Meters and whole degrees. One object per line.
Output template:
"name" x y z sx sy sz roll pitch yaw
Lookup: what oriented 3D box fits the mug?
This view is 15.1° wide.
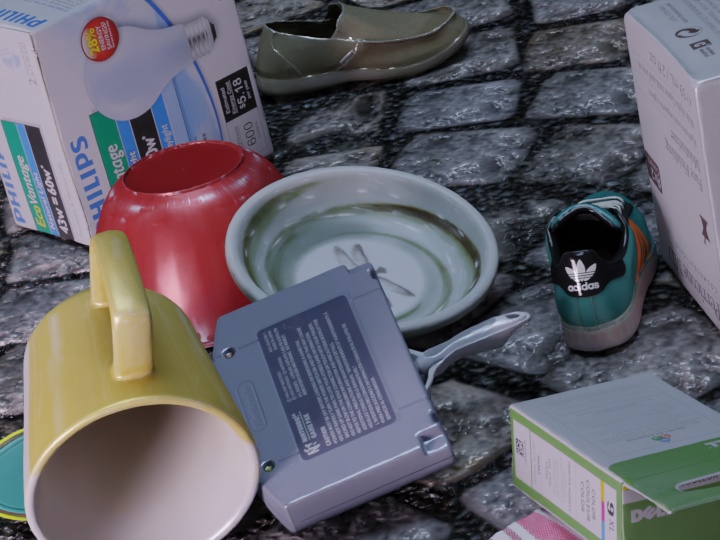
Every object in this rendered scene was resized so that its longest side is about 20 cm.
"mug" -0.142 0.075 1.741 0.149 0.187 0.153 20 31 -30

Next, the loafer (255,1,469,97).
"loafer" -0.001 -0.208 2.443 0.199 0.068 0.076 -14 25 -3

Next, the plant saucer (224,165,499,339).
"plant saucer" 0.000 0.000 1.989 0.199 0.050 0.200 3 37 -2

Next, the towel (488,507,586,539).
"towel" 0.095 0.200 1.581 0.200 0.030 0.146 -30 31 -33

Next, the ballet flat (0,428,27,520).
"ballet flat" -0.176 0.121 1.857 0.200 0.067 0.067 -21 5 -23

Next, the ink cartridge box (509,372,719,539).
"ink cartridge box" 0.179 0.125 1.629 0.104 0.059 0.200 -11 19 -22

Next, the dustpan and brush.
"dustpan and brush" 0.024 0.079 1.832 0.199 0.057 0.140 -17 25 -8

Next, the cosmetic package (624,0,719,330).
"cosmetic package" 0.294 -0.085 1.882 0.165 0.201 0.165 -14 24 -6

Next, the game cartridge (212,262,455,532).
"game cartridge" -0.026 0.083 1.787 0.133 0.041 0.200 -20 40 -2

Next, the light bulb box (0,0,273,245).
"light bulb box" -0.205 -0.154 2.275 0.200 0.199 0.125 -30 28 -31

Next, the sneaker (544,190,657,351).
"sneaker" 0.172 -0.022 1.950 0.071 0.080 0.200 -8 25 10

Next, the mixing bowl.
"mixing bowl" -0.123 -0.032 2.086 0.200 0.109 0.200 -10 24 5
